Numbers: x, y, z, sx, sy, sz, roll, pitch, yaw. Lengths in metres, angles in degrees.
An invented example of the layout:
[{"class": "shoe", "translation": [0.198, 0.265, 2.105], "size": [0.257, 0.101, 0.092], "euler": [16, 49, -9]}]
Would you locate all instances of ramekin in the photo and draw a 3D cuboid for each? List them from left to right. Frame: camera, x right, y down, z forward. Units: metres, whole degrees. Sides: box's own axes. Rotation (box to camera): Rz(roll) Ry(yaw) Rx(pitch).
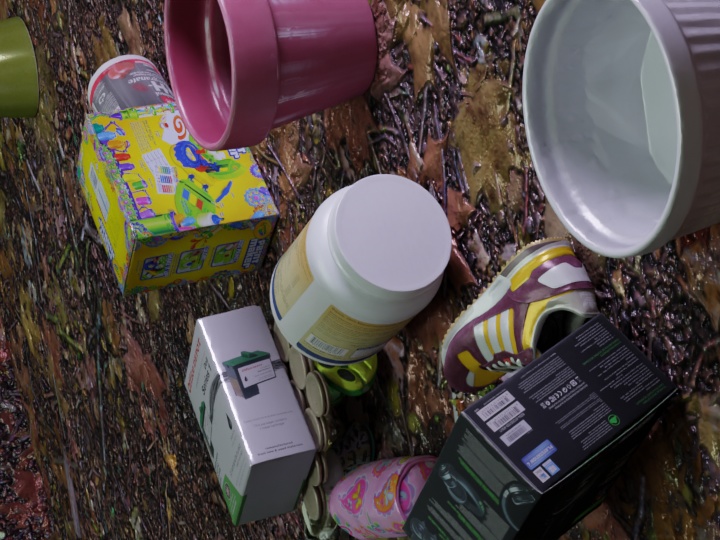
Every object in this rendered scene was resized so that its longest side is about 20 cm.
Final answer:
[{"class": "ramekin", "translation": [0.211, -0.116, 1.148], "size": [0.200, 0.104, 0.202], "euler": [37, 133, 56]}]

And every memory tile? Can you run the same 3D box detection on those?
[{"class": "memory tile", "translation": [-0.068, 0.167, 1.816], "size": [0.153, 0.017, 0.201], "euler": [-127, 32, -49]}]

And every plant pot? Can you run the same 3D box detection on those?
[{"class": "plant pot", "translation": [-0.714, -0.361, 2.948], "size": [0.187, 0.198, 0.189], "euler": [39, 135, 54]}, {"class": "plant pot", "translation": [-0.089, -0.234, 1.662], "size": [0.200, 0.178, 0.202], "euler": [40, 135, 55]}]

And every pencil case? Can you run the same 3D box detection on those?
[{"class": "pencil case", "translation": [0.037, 0.245, 1.714], "size": [0.200, 0.087, 0.088], "euler": [-29, 74, 66]}]

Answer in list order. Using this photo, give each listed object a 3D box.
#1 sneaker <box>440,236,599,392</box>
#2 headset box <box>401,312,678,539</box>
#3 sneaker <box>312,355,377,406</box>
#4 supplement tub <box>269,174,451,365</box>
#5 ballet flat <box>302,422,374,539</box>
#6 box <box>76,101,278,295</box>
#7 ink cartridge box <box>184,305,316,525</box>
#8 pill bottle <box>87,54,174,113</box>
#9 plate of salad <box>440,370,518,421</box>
[{"class": "sneaker", "translation": [0.136, 0.063, 1.400], "size": [0.201, 0.074, 0.091], "euler": [-60, 44, 44]}, {"class": "headset box", "translation": [0.141, 0.160, 1.314], "size": [0.093, 0.173, 0.201], "euler": [46, 143, 20]}, {"class": "sneaker", "translation": [-0.029, 0.115, 1.825], "size": [0.200, 0.074, 0.084], "euler": [17, 129, 66]}, {"class": "supplement tub", "translation": [0.000, 0.000, 1.610], "size": [0.200, 0.143, 0.146], "euler": [-47, 58, 61]}, {"class": "ballet flat", "translation": [-0.032, 0.259, 1.883], "size": [0.072, 0.071, 0.201], "euler": [59, 149, 37]}, {"class": "box", "translation": [-0.233, -0.098, 2.019], "size": [0.201, 0.191, 0.122], "euler": [65, 152, 29]}, {"class": "ink cartridge box", "translation": [-0.130, 0.164, 1.834], "size": [0.147, 0.084, 0.201], "euler": [108, 144, -51]}, {"class": "pill bottle", "translation": [-0.295, -0.200, 2.210], "size": [0.200, 0.110, 0.111], "euler": [55, 147, 41]}, {"class": "plate of salad", "translation": [0.128, 0.152, 1.512], "size": [0.200, 0.048, 0.202], "euler": [40, 136, 54]}]
